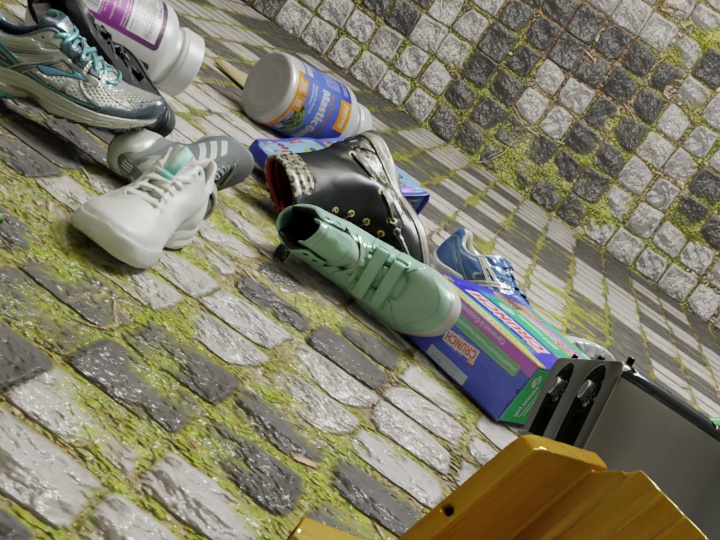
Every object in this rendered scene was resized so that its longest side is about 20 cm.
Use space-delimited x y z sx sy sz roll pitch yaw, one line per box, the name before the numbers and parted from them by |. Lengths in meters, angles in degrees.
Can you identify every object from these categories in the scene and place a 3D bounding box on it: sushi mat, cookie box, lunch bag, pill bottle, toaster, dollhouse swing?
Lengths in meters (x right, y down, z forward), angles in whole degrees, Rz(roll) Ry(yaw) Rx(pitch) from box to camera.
sushi mat | -0.159 -0.289 2.084 0.200 0.012 0.096 43 14 35
cookie box | 0.156 0.089 1.307 0.171 0.075 0.200 43 16 34
lunch bag | -0.041 -0.105 1.561 0.199 0.094 0.151 4 32 -44
pill bottle | -0.075 -0.248 1.909 0.200 0.112 0.112 21 18 -45
pill bottle | -0.291 -0.290 1.503 0.200 0.112 0.112 26 14 -35
toaster | 0.232 0.164 1.008 0.200 0.119 0.181 33 -6 -6
dollhouse swing | 0.091 0.167 0.654 0.176 0.182 0.200 50 -1 -41

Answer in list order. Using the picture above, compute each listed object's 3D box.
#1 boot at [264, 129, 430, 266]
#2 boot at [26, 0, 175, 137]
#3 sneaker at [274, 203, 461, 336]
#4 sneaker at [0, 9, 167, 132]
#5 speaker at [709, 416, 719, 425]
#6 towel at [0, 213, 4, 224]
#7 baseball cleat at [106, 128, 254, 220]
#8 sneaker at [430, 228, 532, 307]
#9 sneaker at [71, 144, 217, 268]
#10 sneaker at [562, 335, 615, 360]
boot | -0.015 -0.056 1.424 0.153 0.073 0.204 -13 77 -35
boot | -0.284 -0.229 1.279 0.165 0.066 0.200 41 -1 28
sneaker | 0.000 0.000 1.232 0.200 0.074 0.118 30 2 31
sneaker | -0.268 -0.185 1.127 0.199 0.087 0.078 17 16 -9
speaker | 0.469 0.228 1.574 0.088 0.089 0.200 40 13 26
towel | -0.320 -0.068 0.769 0.200 0.031 0.149 31 13 -14
baseball cleat | -0.157 -0.085 1.207 0.106 0.070 0.200 46 26 24
sneaker | 0.173 0.025 1.594 0.200 0.077 0.076 39 11 15
sneaker | -0.166 -0.061 1.006 0.075 0.089 0.200 36 12 1
sneaker | 0.271 0.126 1.501 0.200 0.078 0.099 36 2 -41
